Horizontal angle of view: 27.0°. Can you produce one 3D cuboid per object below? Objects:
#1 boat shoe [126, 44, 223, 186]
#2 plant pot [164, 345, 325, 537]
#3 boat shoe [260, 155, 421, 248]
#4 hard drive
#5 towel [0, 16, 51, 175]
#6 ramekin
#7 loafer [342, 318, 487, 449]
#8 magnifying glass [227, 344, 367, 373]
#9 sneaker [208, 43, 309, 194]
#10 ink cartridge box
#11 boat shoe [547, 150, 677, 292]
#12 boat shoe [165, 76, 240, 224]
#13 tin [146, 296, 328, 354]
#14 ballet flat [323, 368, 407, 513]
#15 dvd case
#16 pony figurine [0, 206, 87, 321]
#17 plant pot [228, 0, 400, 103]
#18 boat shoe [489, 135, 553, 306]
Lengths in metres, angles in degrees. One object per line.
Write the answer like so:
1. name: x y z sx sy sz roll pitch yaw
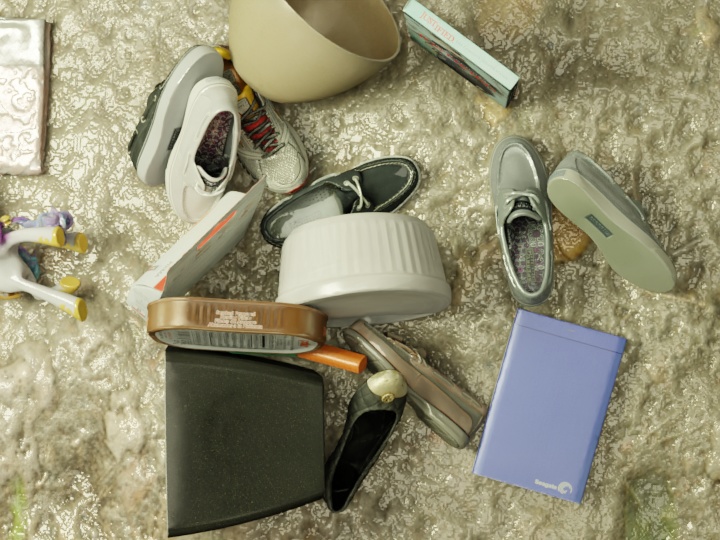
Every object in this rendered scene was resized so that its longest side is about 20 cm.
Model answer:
1. boat shoe: -0.221 -0.185 1.725 0.057 0.069 0.200 50 129 25
2. plant pot: -0.132 0.186 1.702 0.177 0.200 0.200 -1 89 -7
3. boat shoe: -0.022 -0.077 1.752 0.200 0.060 0.076 -28 88 3
4. hard drive: 0.220 0.158 1.753 0.132 0.025 0.200 16 91 3
5. towel: -0.472 -0.213 1.796 0.200 0.032 0.191 4 90 4
6. ramekin: 0.000 0.000 1.689 0.202 0.202 0.094 -6 77 4
7. loafer: 0.065 0.121 1.740 0.200 0.072 0.063 46 75 -12
8. magnifying glass: -0.088 0.085 1.730 0.200 0.080 0.022 12 117 21
9. sneaker: -0.132 -0.175 1.749 0.078 0.082 0.200 -35 88 3
10. ink cartridge box: -0.186 -0.032 1.669 0.050 0.200 0.162 42 67 6
11. boat shoe: 0.299 -0.060 1.722 0.201 0.070 0.072 43 55 -16
12. boat shoe: -0.173 -0.123 1.712 0.072 0.069 0.200 5 130 -24
13. tin: -0.136 0.062 1.649 0.200 0.112 0.042 3 78 -3
14. ballet flat: 0.008 0.195 1.713 0.066 0.057 0.200 12 123 -18
15. dvd case: 0.113 -0.240 1.675 0.146 0.200 0.022 37 92 2
16. pony figurine: -0.421 -0.025 1.733 0.200 0.167 0.193 1 123 18
17. plant pot: -0.074 -0.269 1.707 0.200 0.200 0.134 48 120 3
18. boat shoe: 0.190 -0.061 1.722 0.070 0.072 0.201 -8 83 3
